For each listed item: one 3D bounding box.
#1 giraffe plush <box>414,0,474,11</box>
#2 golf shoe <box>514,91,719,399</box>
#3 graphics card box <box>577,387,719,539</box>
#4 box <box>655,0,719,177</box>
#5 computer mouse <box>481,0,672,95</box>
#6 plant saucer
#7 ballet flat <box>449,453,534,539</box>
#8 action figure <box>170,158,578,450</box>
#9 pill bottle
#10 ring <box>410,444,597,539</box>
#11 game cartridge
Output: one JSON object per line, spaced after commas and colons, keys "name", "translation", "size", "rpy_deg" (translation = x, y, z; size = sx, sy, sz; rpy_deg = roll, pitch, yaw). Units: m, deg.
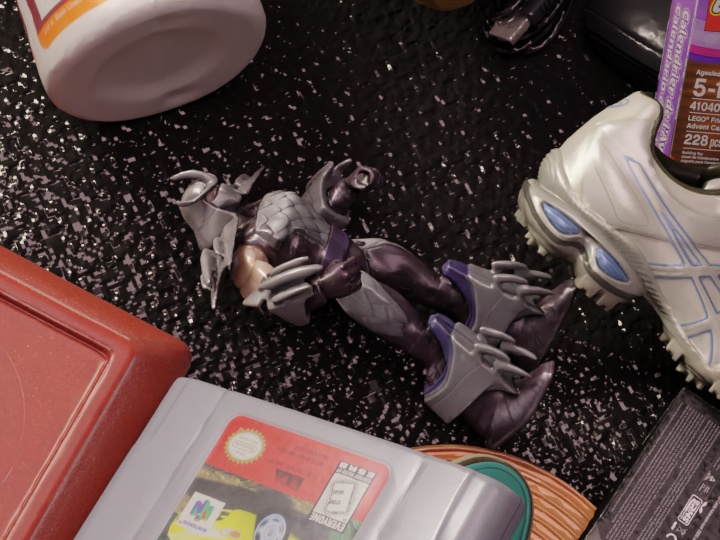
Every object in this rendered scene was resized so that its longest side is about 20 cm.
{"name": "giraffe plush", "translation": [0.001, -0.237, 0.906], "size": [0.161, 0.172, 0.202], "rpy_deg": [7, 79, 33]}
{"name": "golf shoe", "translation": [0.170, 0.002, 0.836], "size": [0.200, 0.078, 0.097], "rpy_deg": [40, 99, -15]}
{"name": "graphics card box", "translation": [0.190, 0.162, 0.803], "size": [0.199, 0.051, 0.126], "rpy_deg": [34, 72, 7]}
{"name": "box", "translation": [0.243, -0.079, 0.881], "size": [0.198, 0.039, 0.138], "rpy_deg": [3, 109, -11]}
{"name": "computer mouse", "translation": [0.174, -0.121, 0.931], "size": [0.200, 0.053, 0.139], "rpy_deg": [39, 69, 8]}
{"name": "plant saucer", "translation": [-0.207, 0.069, 0.819], "size": [0.199, 0.037, 0.201], "rpy_deg": [27, 68, 4]}
{"name": "ballet flat", "translation": [0.006, 0.166, 0.774], "size": [0.069, 0.070, 0.201], "rpy_deg": [33, 65, 6]}
{"name": "action figure", "translation": [0.000, 0.000, 0.844], "size": [0.199, 0.070, 0.131], "rpy_deg": [27, 37, -7]}
{"name": "pill bottle", "translation": [-0.129, -0.187, 0.885], "size": [0.113, 0.114, 0.202], "rpy_deg": [-16, 72, -13]}
{"name": "ring", "translation": [0.043, 0.180, 0.818], "size": [0.198, 0.019, 0.203], "rpy_deg": [2, 70, -6]}
{"name": "game cartridge", "translation": [-0.041, 0.126, 0.760], "size": [0.199, 0.041, 0.134], "rpy_deg": [13, 66, 39]}
